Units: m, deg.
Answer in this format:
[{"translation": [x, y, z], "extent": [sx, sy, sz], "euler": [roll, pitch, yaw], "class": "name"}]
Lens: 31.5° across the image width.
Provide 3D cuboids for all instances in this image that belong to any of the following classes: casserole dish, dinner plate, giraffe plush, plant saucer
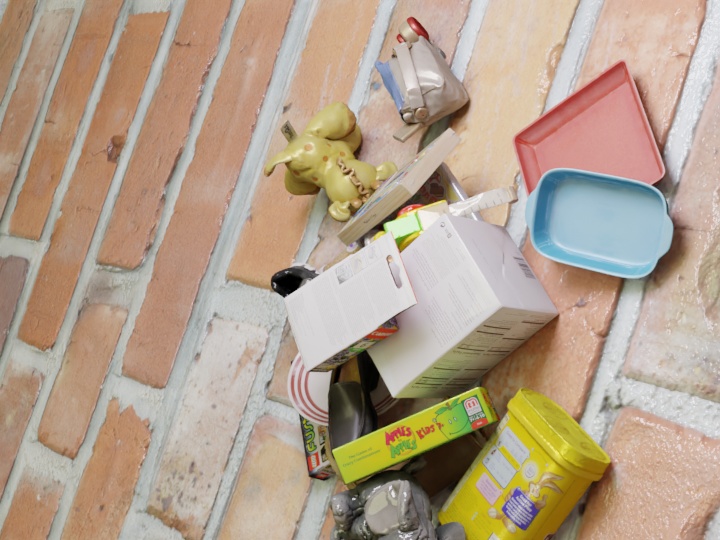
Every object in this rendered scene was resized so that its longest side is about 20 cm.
[{"translation": [0.302, -0.061, 1.595], "extent": [0.200, 0.039, 0.121], "euler": [15, 104, 34], "class": "casserole dish"}, {"translation": [-0.009, 0.148, 1.845], "extent": [0.200, 0.024, 0.200], "euler": [-12, 46, 13], "class": "dinner plate"}, {"translation": [-0.031, -0.154, 1.980], "extent": [0.162, 0.200, 0.173], "euler": [40, 101, 19], "class": "giraffe plush"}, {"translation": [0.304, -0.146, 1.680], "extent": [0.200, 0.037, 0.200], "euler": [-35, 48, 33], "class": "plant saucer"}]

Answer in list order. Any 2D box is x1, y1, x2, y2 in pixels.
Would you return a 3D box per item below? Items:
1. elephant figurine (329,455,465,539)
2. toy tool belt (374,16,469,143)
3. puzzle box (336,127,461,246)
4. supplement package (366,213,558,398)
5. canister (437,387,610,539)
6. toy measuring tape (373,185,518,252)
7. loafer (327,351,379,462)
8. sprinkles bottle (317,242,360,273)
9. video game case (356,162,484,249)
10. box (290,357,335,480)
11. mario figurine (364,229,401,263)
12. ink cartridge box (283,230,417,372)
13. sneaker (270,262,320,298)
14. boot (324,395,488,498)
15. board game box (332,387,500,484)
[{"translation": [0.055, 0.325, 1.545], "extent": [0.200, 0.141, 0.156], "euler": [-168, 79, -65], "class": "elephant figurine"}, {"translation": [0.070, -0.290, 1.941], "extent": [0.123, 0.125, 0.200], "euler": [-40, 46, 17], "class": "toy tool belt"}, {"translation": [0.053, -0.116, 1.804], "extent": [0.133, 0.025, 0.200], "euler": [-49, 7, -34], "class": "puzzle box"}, {"translation": [0.118, 0.052, 1.680], "extent": [0.200, 0.151, 0.152], "euler": [-43, 61, 26], "class": "supplement package"}, {"translation": [0.195, 0.268, 1.568], "extent": [0.200, 0.086, 0.149], "euler": [-57, 40, 14], "class": "canister"}, {"translation": [0.114, -0.064, 1.709], "extent": [0.200, 0.074, 0.074], "euler": [-18, 52, 1], "class": "toy measuring tape"}, {"translation": [-0.020, 0.177, 1.747], "extent": [0.073, 0.072, 0.200], "euler": [-20, 41, 19], "class": "loafer"}, {"translation": [0.015, -0.024, 1.918], "extent": [0.200, 0.068, 0.068], "euler": [-41, 46, 27], "class": "sprinkles bottle"}, {"translation": [0.103, -0.020, 1.800], "extent": [0.182, 0.023, 0.200], "euler": [-42, 67, 27], "class": "video game case"}, {"translation": [-0.044, 0.199, 1.904], "extent": [0.110, 0.035, 0.200], "euler": [-36, 49, 32], "class": "box"}, {"translation": [0.000, 0.000, 1.776], "extent": [0.200, 0.106, 0.124], "euler": [-35, 61, 9], "class": "mario figurine"}, {"translation": [-0.004, 0.042, 1.649], "extent": [0.200, 0.050, 0.109], "euler": [-33, 66, 31], "class": "ink cartridge box"}, {"translation": [-0.051, 0.042, 1.869], "extent": [0.200, 0.090, 0.067], "euler": [21, 105, 29], "class": "sneaker"}, {"translation": [0.063, 0.239, 1.733], "extent": [0.200, 0.066, 0.175], "euler": [-47, 67, 24], "class": "boot"}, {"translation": [0.072, 0.208, 1.611], "extent": [0.200, 0.102, 0.048], "euler": [-24, 81, 8], "class": "board game box"}]
